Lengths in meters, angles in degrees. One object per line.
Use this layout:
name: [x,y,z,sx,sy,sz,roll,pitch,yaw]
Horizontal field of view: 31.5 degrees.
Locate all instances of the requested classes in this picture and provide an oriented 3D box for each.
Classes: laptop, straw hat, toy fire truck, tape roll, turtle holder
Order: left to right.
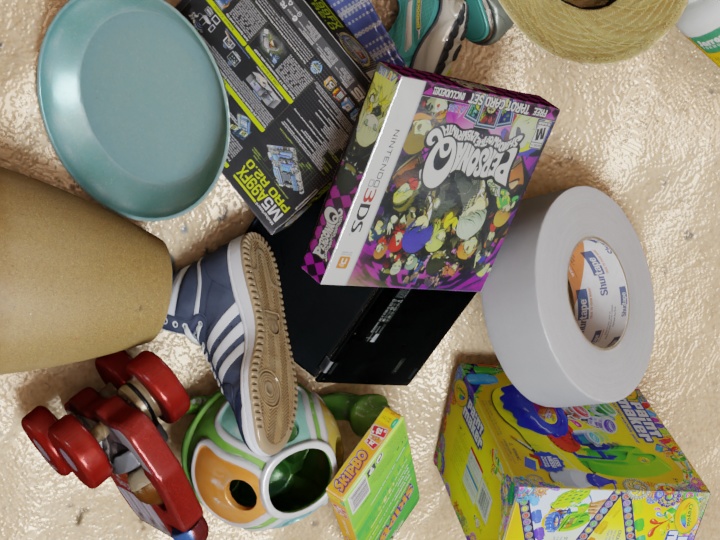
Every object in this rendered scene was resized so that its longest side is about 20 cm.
toy fire truck: [-0.198,0.168,1.133,0.112,0.199,0.169,-40,109,-23]
turtle holder: [-0.069,0.174,1.191,0.184,0.131,0.143,9,96,-33]
laptop: [0.000,0.000,1.199,0.198,0.116,0.188,8,127,-44]
tape roll: [0.198,0.026,1.199,0.199,0.066,0.203,14,71,-45]
straw hat: [0.196,-0.278,1.155,0.198,0.085,0.204,0,87,-6]

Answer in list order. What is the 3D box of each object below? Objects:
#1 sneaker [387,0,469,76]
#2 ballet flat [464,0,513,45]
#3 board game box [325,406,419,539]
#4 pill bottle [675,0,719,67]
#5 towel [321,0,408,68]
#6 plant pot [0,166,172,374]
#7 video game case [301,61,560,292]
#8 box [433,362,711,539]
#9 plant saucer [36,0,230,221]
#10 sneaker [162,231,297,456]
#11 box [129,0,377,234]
sneaker: [0.031,-0.168,1.167,0.079,0.077,0.202,28,106,14]
ballet flat: [0.089,-0.303,1.147,0.064,0.067,0.202,-38,115,-31]
board game box: [0.016,0.215,1.218,0.096,0.030,0.201,-52,153,-22]
pill bottle: [0.365,-0.245,1.199,0.199,0.113,0.113,36,95,-21]
towel: [-0.051,-0.204,1.091,0.144,0.024,0.202,-28,94,24]
plant pot: [-0.270,0.008,1.088,0.198,0.186,0.189,8,104,-31]
video game case: [0.061,-0.071,1.062,0.198,0.036,0.183,4,116,-44]
box: [0.195,0.198,1.224,0.190,0.201,0.123,4,117,-16]
plant saucer: [-0.186,-0.143,1.082,0.198,0.036,0.203,11,115,24]
sneaker: [-0.122,0.075,1.140,0.107,0.203,0.070,-19,156,26]
box: [-0.078,-0.158,1.077,0.160,0.044,0.201,-41,87,26]
